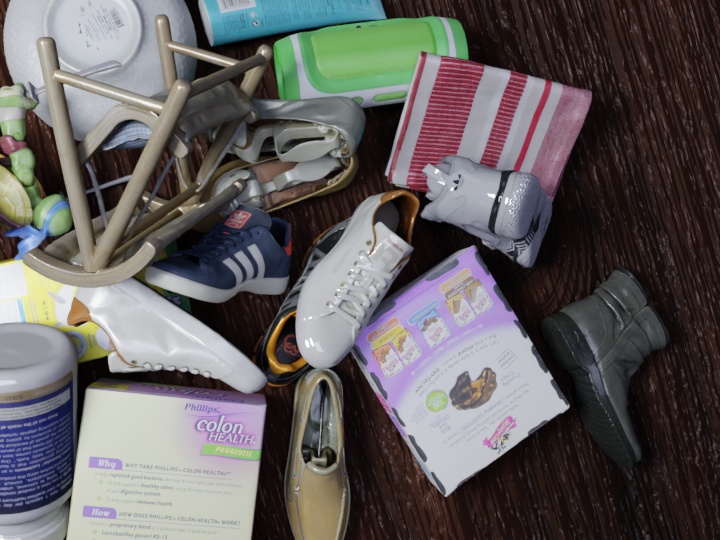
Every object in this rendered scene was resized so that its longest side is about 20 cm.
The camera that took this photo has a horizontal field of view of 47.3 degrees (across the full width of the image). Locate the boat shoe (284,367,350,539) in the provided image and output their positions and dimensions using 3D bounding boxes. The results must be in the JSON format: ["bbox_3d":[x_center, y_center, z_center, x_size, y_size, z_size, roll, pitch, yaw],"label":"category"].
[{"bbox_3d":[-0.045,0.204,0.856,0.070,0.076,0.204,-4,89,-9],"label":"boat shoe"}]

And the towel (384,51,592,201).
[{"bbox_3d":[0.137,-0.142,0.879,0.197,0.023,0.146,9,115,-15],"label":"towel"}]

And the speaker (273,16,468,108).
[{"bbox_3d":[0.011,-0.217,0.874,0.196,0.088,0.090,-9,90,-9],"label":"speaker"}]

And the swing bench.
[{"bbox_3d":[-0.182,-0.103,0.732,0.128,0.199,0.203,18,116,8],"label":"swing bench"}]

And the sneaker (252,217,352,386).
[{"bbox_3d":[-0.042,0.035,0.862,0.078,0.077,0.202,30,82,-5],"label":"sneaker"}]

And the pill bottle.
[{"bbox_3d":[-0.323,0.162,0.771,0.114,0.116,0.203,3,110,-8],"label":"pill bottle"}]

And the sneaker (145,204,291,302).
[{"bbox_3d":[-0.130,-0.022,0.796,0.074,0.199,0.086,18,100,22],"label":"sneaker"}]

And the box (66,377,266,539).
[{"bbox_3d":[-0.191,0.220,0.823,0.173,0.097,0.204,7,88,-8],"label":"box"}]

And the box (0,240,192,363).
[{"bbox_3d":[-0.276,0.032,0.841,0.196,0.048,0.119,-12,91,-7],"label":"box"}]

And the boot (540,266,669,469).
[{"bbox_3d":[0.299,0.108,0.921,0.129,0.068,0.202,-27,94,-14],"label":"boot"}]

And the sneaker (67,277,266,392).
[{"bbox_3d":[-0.188,0.076,0.792,0.198,0.073,0.085,32,80,-3],"label":"sneaker"}]

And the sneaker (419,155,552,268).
[{"bbox_3d":[0.132,-0.065,0.856,0.113,0.200,0.076,21,85,21],"label":"sneaker"}]

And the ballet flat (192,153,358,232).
[{"bbox_3d":[-0.095,-0.094,0.864,0.197,0.063,0.070,-22,94,-8],"label":"ballet flat"}]

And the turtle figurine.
[{"bbox_3d":[-0.335,-0.113,0.804,0.191,0.144,0.203,21,76,8],"label":"turtle figurine"}]

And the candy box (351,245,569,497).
[{"bbox_3d":[0.099,0.105,0.884,0.166,0.072,0.202,-32,92,-9],"label":"candy box"}]

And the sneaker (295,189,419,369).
[{"bbox_3d":[0.000,0.000,0.807,0.072,0.084,0.202,33,65,-21],"label":"sneaker"}]

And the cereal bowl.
[{"bbox_3d":[-0.265,-0.235,0.834,0.196,0.083,0.204,0,88,-8],"label":"cereal bowl"}]

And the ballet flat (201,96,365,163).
[{"bbox_3d":[-0.093,-0.140,0.833,0.196,0.068,0.065,0,61,15],"label":"ballet flat"}]

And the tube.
[{"bbox_3d":[-0.072,-0.289,0.885,0.197,0.050,0.079,-17,95,-14],"label":"tube"}]
